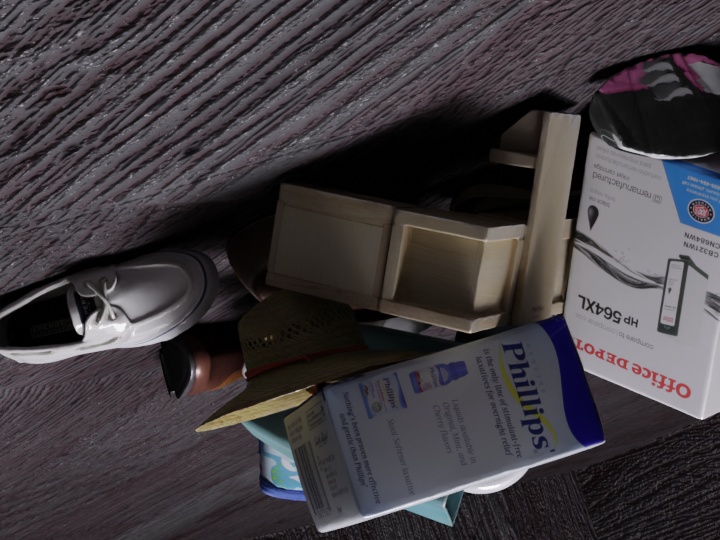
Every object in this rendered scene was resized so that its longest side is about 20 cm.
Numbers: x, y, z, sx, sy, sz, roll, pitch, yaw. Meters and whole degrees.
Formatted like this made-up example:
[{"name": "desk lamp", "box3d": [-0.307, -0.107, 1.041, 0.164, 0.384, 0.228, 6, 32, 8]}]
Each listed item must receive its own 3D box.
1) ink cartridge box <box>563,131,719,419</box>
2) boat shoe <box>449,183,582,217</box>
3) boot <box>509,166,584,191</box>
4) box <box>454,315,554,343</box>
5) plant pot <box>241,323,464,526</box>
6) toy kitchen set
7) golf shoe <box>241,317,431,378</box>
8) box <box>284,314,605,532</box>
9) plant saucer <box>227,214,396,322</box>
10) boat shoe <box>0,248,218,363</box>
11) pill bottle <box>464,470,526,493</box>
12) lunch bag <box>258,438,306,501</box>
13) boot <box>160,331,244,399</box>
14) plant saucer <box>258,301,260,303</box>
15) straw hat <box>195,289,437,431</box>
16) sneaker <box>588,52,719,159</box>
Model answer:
[{"name": "ink cartridge box", "box3d": [0.247, -0.003, 1.394, 0.146, 0.200, 0.084, 23, -152, 37]}, {"name": "boat shoe", "box3d": [0.174, -0.030, 1.491, 0.200, 0.065, 0.073, 1, 129, 6]}, {"name": "boot", "box3d": [0.200, -0.063, 1.537, 0.200, 0.074, 0.075, -19, 157, 19]}, {"name": "box", "box3d": [0.157, 0.039, 1.699, 0.079, 0.141, 0.200, 8, 173, 18]}, {"name": "plant pot", "box3d": [0.003, 0.123, 1.556, 0.200, 0.141, 0.141, 15, 167, 9]}, {"name": "toy kitchen set", "box3d": [0.062, -0.056, 1.374, 0.180, 0.163, 0.200, 13, -172, 25]}, {"name": "golf shoe", "box3d": [-0.009, 0.086, 1.674, 0.200, 0.092, 0.075, -22, 154, -12]}, {"name": "box", "box3d": [0.060, 0.122, 1.373, 0.200, 0.105, 0.184, -15, 172, -14]}, {"name": "plant saucer", "box3d": [-0.012, 0.002, 1.478, 0.200, 0.035, 0.200, 0, 158, 0]}, {"name": "boat shoe", "box3d": [-0.212, 0.029, 1.417, 0.200, 0.072, 0.066, -12, 173, 20]}, {"name": "pill bottle", "box3d": [0.115, 0.160, 1.718, 0.111, 0.111, 0.200, -16, 174, 1]}, {"name": "lunch bag", "box3d": [-0.019, 0.155, 1.729, 0.160, 0.083, 0.200, 2, -160, 2]}, {"name": "boot", "box3d": [-0.094, 0.077, 1.741, 0.200, 0.069, 0.188, -15, 166, -10]}, {"name": "plant saucer", "box3d": [0.000, 0.000, 1.626, 0.200, 0.030, 0.200, -15, 166, -4]}, {"name": "straw hat", "box3d": [-0.046, 0.057, 1.389, 0.201, 0.085, 0.201, -17, 174, -2]}, {"name": "sneaker", "box3d": [0.266, -0.123, 1.351, 0.200, 0.080, 0.086, -7, 175, -15]}]
